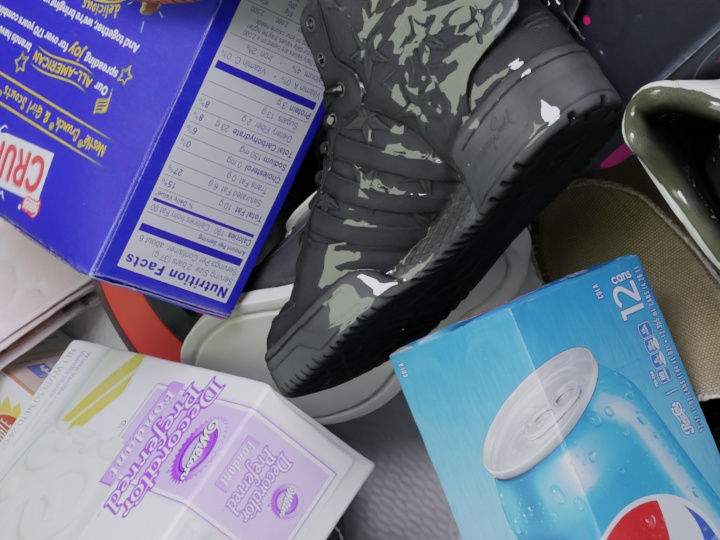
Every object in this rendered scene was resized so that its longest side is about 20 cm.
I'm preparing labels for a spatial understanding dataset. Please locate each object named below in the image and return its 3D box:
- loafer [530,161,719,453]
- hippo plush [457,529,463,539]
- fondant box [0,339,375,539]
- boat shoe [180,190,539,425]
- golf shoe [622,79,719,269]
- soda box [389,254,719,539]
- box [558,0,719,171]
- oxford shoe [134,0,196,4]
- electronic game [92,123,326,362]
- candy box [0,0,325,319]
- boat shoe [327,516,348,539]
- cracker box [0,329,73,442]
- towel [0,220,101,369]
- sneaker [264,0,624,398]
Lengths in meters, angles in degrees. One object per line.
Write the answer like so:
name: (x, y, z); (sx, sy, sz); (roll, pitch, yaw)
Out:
loafer: (0.120, 0.038, 0.864); (0.200, 0.067, 0.076); (51, 129, 24)
hippo plush: (0.013, 0.221, 0.917); (0.159, 0.161, 0.200); (44, 112, 4)
fondant box: (-0.096, 0.106, 0.969); (0.144, 0.058, 0.200); (-56, 25, -13)
boat shoe: (0.000, 0.000, 0.939); (0.074, 0.060, 0.200); (31, 145, -15)
golf shoe: (0.146, 0.010, 0.733); (0.200, 0.097, 0.078); (46, 112, 43)
soda box: (0.087, 0.102, 0.823); (0.068, 0.064, 0.200); (-24, 88, 51)
box: (0.082, -0.150, 0.835); (0.122, 0.106, 0.200); (-44, 68, 41)
oxford shoe: (-0.046, -0.143, 0.816); (0.200, 0.075, 0.071); (-20, 47, 52)
electronic game: (-0.050, -0.031, 1.034); (0.200, 0.042, 0.200); (11, 106, 42)
candy box: (-0.077, -0.104, 0.960); (0.169, 0.077, 0.200); (31, 97, 48)
boat shoe: (-0.065, 0.133, 1.050); (0.200, 0.073, 0.063); (-42, 25, 46)
cracker box: (-0.185, 0.079, 1.178); (0.200, 0.058, 0.134); (35, 120, 33)
towel: (-0.239, -0.002, 1.135); (0.200, 0.191, 0.032); (43, 157, 30)
sneaker: (0.015, -0.053, 0.812); (0.200, 0.060, 0.104); (-46, 69, 37)
